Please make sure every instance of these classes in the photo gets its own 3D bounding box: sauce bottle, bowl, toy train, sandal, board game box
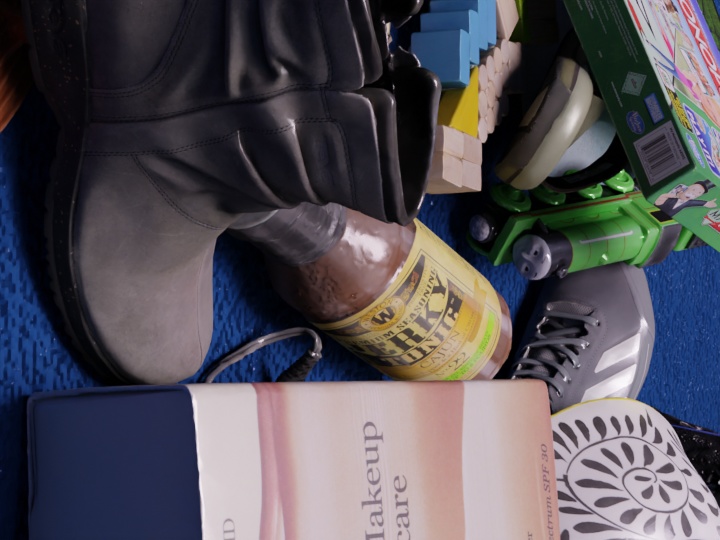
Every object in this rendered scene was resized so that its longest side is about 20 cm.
[{"bbox_3d":[0.000,0.000,0.814,0.200,0.065,0.065,35,64,-56],"label":"sauce bottle"},{"bbox_3d":[0.122,0.172,0.944,0.200,0.094,0.201,-22,127,-33],"label":"bowl"},{"bbox_3d":[0.132,-0.026,1.011,0.200,0.056,0.042,-13,139,-47],"label":"toy train"},{"bbox_3d":[0.107,-0.067,0.928,0.080,0.057,0.201,-65,176,18],"label":"sandal"},{"bbox_3d":[0.139,-0.101,0.912,0.134,0.029,0.200,26,40,-52],"label":"board game box"}]

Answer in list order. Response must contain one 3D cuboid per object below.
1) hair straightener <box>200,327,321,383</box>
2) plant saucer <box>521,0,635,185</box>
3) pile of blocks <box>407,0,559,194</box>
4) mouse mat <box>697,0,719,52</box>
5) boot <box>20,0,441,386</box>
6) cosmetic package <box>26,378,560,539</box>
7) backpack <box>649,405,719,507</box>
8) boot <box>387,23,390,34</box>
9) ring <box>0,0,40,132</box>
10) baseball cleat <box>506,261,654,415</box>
[{"bbox_3d":[-0.049,0.114,0.762,0.077,0.041,0.201,40,59,-56],"label":"hair straightener"},{"bbox_3d":[0.148,-0.109,1.090,0.201,0.039,0.202,-15,108,-60],"label":"plant saucer"},{"bbox_3d":[0.034,-0.101,0.868,0.200,0.062,0.082,-60,141,-51],"label":"pile of blocks"},{"bbox_3d":[0.167,-0.159,1.070,0.161,0.008,0.201,-5,75,-60],"label":"mouse mat"},{"bbox_3d":[-0.039,-0.029,0.653,0.068,0.130,0.200,-54,149,-46],"label":"boot"},{"bbox_3d":[-0.018,0.091,0.716,0.200,0.087,0.104,1,84,-49],"label":"cosmetic package"},{"bbox_3d":[0.235,0.185,1.120,0.135,0.199,0.183,-57,141,-41],"label":"backpack"},{"bbox_3d":[-0.036,-0.158,0.721,0.155,0.072,0.200,63,36,-44],"label":"boot"},{"bbox_3d":[-0.145,-0.121,0.583,0.200,0.019,0.201,-11,102,-61],"label":"ring"},{"bbox_3d":[0.099,0.064,0.993,0.106,0.070,0.201,42,57,-55],"label":"baseball cleat"}]
